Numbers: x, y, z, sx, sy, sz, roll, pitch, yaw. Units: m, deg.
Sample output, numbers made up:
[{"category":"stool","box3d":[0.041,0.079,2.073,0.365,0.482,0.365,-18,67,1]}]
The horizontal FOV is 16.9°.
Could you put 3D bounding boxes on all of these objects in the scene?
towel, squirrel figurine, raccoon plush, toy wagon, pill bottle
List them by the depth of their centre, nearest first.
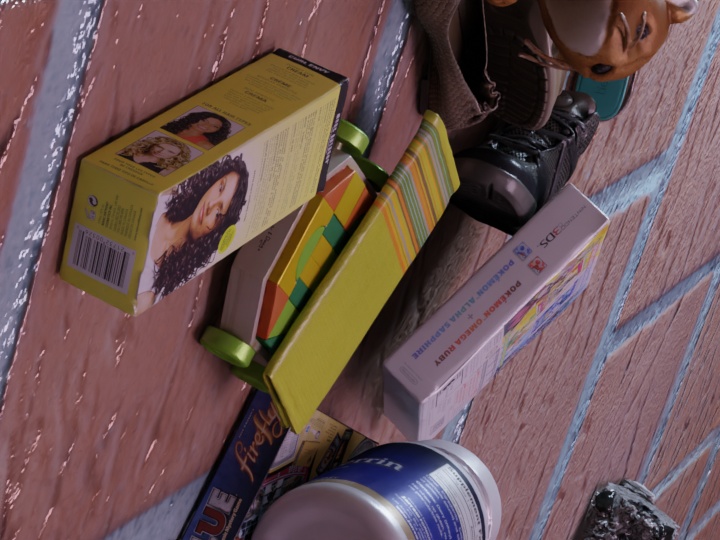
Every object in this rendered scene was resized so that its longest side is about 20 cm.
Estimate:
[{"category":"squirrel figurine","box3d":[0.122,-0.211,1.403,0.187,0.141,0.200,54,25,-30]},{"category":"towel","box3d":[0.000,0.000,1.472,0.200,0.018,0.086,-57,155,-20]},{"category":"toy wagon","box3d":[-0.029,0.000,1.473,0.156,0.039,0.200,-62,161,-9]},{"category":"pill bottle","box3d":[0.016,0.176,1.592,0.200,0.115,0.116,-19,131,-66]},{"category":"raccoon plush","box3d":[0.283,0.312,2.659,0.134,0.097,0.200,-59,163,8]}]

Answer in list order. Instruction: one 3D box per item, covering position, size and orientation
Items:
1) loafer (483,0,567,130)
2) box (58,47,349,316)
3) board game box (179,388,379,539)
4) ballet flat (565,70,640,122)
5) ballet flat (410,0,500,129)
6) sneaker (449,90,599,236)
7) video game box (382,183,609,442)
[{"category":"loafer","box3d":[0.112,-0.173,1.585,0.068,0.076,0.200,-47,154,-30]},{"category":"box","box3d":[-0.078,-0.049,1.263,0.200,0.050,0.075,-39,149,-54]},{"category":"board game box","box3d":[-0.054,0.155,1.609,0.136,0.035,0.200,-64,162,-5]},{"category":"ballet flat","box3d":[0.199,-0.209,1.821,0.067,0.068,0.201,-71,-177,-64]},{"category":"ballet flat","box3d":[0.064,-0.153,1.522,0.067,0.046,0.200,-56,159,-28]},{"category":"sneaker","box3d":[0.110,-0.086,1.697,0.115,0.076,0.199,-67,165,1]},{"category":"video game box","box3d":[0.092,0.036,1.712,0.182,0.047,0.200,-41,170,-9]}]
